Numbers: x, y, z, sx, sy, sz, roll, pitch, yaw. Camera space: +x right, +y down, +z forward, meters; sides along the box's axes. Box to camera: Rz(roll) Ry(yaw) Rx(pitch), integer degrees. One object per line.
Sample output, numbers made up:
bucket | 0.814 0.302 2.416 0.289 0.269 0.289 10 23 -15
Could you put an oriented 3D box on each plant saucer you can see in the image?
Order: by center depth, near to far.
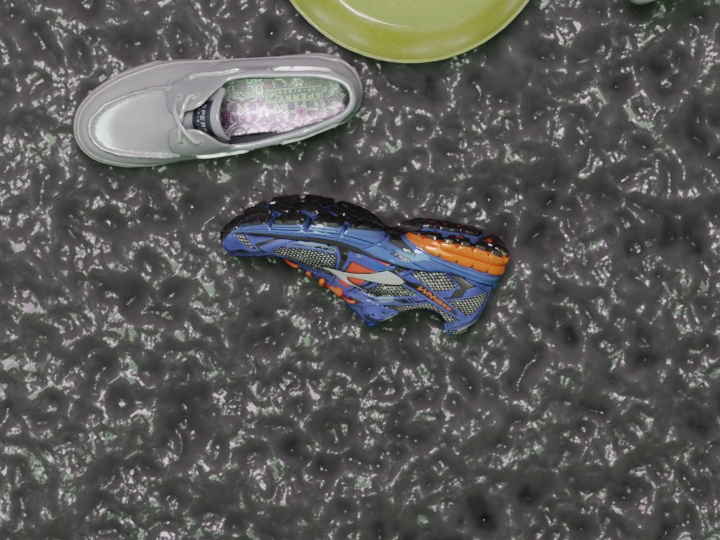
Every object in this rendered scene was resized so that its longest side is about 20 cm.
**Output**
plant saucer | 0.032 -0.239 1.118 0.199 0.031 0.201 3 107 10

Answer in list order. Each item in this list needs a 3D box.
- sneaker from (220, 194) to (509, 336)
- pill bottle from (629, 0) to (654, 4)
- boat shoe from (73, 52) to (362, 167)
sneaker | 0.000 0.000 1.160 0.199 0.075 0.079 11 104 -2
pill bottle | 0.176 -0.284 1.088 0.112 0.112 0.201 -31 101 4
boat shoe | -0.097 -0.106 1.138 0.199 0.069 0.073 -3 101 -1
